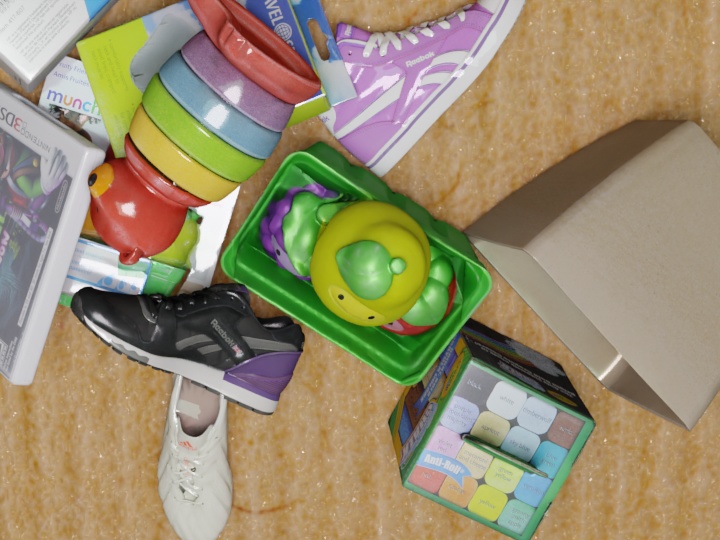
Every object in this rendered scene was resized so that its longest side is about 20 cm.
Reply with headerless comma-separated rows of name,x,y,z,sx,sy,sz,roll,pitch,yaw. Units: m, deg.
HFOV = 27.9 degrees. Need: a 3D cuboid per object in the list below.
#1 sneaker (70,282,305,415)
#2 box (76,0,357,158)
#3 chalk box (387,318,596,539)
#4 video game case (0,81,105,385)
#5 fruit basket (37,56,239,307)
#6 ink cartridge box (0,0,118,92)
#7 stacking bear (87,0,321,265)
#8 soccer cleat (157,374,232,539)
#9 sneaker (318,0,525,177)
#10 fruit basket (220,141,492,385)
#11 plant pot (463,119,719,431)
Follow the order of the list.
sneaker,-0.136,0.039,1.173,0.199,0.076,0.088,26,97,-30
box,-0.116,-0.160,1.174,0.198,0.048,0.123,-22,80,1
chalk box,0.109,0.136,1.219,0.124,0.200,0.125,27,101,-8
video game case,-0.292,-0.036,1.188,0.023,0.181,0.202,7,108,-45
fruit basket,-0.199,-0.058,1.217,0.183,0.094,0.202,18,99,-6
ink cartridge box,-0.288,-0.265,1.151,0.200,0.084,0.146,45,82,-10
stacking bear,-0.131,-0.097,1.092,0.113,0.122,0.200,29,107,-42
soccer cleat,-0.146,0.154,1.276,0.068,0.078,0.202,3,104,-3
sneaker,0.042,-0.186,1.206,0.114,0.073,0.201,42,99,-8
fruit basket,0.000,0.000,1.172,0.214,0.216,0.156,32,117,-9
plant pot,0.233,-0.016,1.203,0.177,0.200,0.200,-45,101,-4
